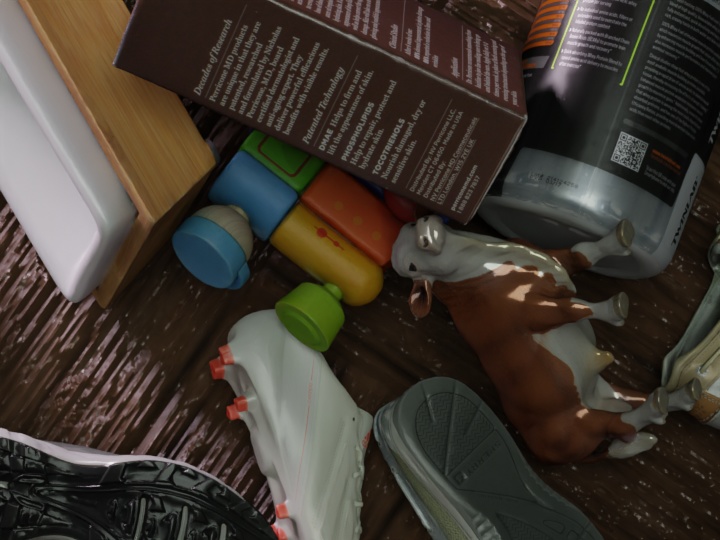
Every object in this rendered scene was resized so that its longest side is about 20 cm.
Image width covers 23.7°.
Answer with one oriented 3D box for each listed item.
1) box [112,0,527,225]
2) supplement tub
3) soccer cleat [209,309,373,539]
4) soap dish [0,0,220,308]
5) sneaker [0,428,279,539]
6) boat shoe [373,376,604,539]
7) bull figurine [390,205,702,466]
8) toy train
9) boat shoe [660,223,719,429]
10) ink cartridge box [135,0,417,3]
[{"bbox_3d":[-0.017,-0.109,0.881,0.199,0.100,0.075,26,116,-9],"label":"box"},{"bbox_3d":[0.150,-0.107,0.977,0.122,0.123,0.201,22,81,1],"label":"supplement tub"},{"bbox_3d":[-0.021,0.116,0.962,0.077,0.069,0.201,-16,83,-19],"label":"soccer cleat"},{"bbox_3d":[-0.163,-0.093,0.949,0.081,0.157,0.201,-27,83,-23],"label":"soap dish"},{"bbox_3d":[-0.138,0.129,0.942,0.199,0.079,0.074,16,90,5],"label":"sneaker"},{"bbox_3d":[0.080,0.153,0.968,0.074,0.065,0.202,-38,90,-27],"label":"boat shoe"},{"bbox_3d":[0.100,0.031,0.931,0.121,0.200,0.065,-7,42,33],"label":"bull figurine"},{"bbox_3d":[0.000,0.000,0.958,0.200,0.085,0.116,39,65,-1],"label":"toy train"},{"bbox_3d":[0.237,-0.004,0.988,0.068,0.075,0.201,24,81,-4],"label":"boat shoe"},{"bbox_3d":[-0.066,-0.172,0.980,0.199,0.116,0.068,9,79,-1],"label":"ink cartridge box"}]
